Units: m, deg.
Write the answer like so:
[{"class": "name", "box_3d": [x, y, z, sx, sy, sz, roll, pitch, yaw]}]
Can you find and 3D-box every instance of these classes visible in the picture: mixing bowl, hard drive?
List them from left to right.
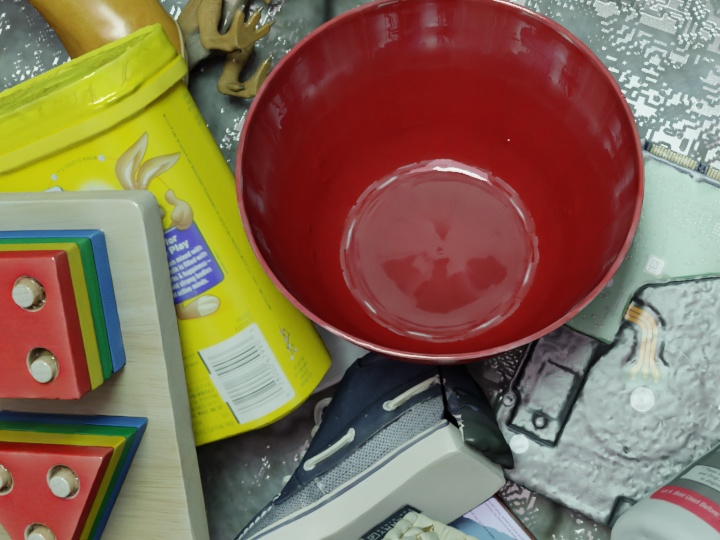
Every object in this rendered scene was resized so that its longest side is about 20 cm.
[{"class": "mixing bowl", "box_3d": [0.039, -0.030, 0.831, 0.200, 0.108, 0.200, -1, 67, 2]}, {"class": "hard drive", "box_3d": [0.164, 0.042, 0.871, 0.140, 0.038, 0.200, 23, 89, 12]}]

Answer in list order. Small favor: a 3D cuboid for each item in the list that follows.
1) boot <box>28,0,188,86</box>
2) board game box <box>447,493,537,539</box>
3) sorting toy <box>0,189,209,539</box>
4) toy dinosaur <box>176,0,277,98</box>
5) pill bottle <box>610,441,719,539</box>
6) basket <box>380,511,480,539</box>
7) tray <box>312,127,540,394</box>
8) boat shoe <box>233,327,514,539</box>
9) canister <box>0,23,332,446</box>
[{"class": "boot", "box_3d": [-0.174, -0.161, 0.875, 0.071, 0.144, 0.201, -34, 56, 25]}, {"class": "board game box", "box_3d": [0.097, 0.225, 0.872, 0.103, 0.019, 0.200, -42, 79, 1]}, {"class": "sorting toy", "box_3d": [-0.189, 0.067, 0.795, 0.200, 0.070, 0.199, 0, 108, 21]}, {"class": "toy dinosaur", "box_3d": [-0.091, -0.135, 0.937, 0.200, 0.060, 0.106, -54, 46, 5]}, {"class": "pill bottle", "box_3d": [0.229, 0.114, 0.789, 0.200, 0.111, 0.111, -31, 78, -22]}, {"class": "basket", "box_3d": [0.029, 0.235, 0.791, 0.123, 0.136, 0.200, 25, 102, 11]}, {"class": "tray", "box_3d": [0.000, 0.000, 0.913, 0.200, 0.022, 0.107, -25, 79, 7]}, {"class": "boat shoe", "box_3d": [-0.010, 0.114, 0.887, 0.200, 0.075, 0.093, -33, 45, 19]}, {"class": "canister", "box_3d": [-0.119, -0.008, 0.840, 0.148, 0.087, 0.200, -17, 110, 30]}]
